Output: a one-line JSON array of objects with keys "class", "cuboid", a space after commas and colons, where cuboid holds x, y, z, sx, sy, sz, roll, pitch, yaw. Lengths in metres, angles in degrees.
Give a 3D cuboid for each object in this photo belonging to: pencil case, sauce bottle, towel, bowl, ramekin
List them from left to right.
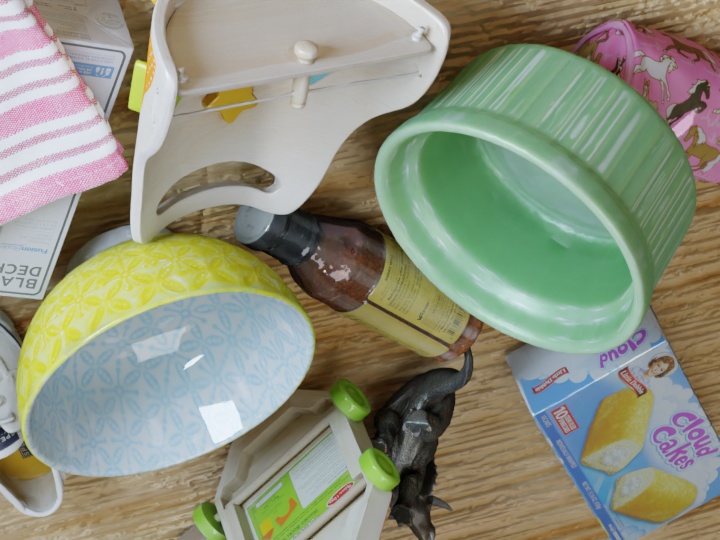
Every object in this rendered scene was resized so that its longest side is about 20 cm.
[{"class": "towel", "cuboid": [-0.236, -0.096, 1.307, 0.146, 0.030, 0.200, -26, 134, 2]}, {"class": "bowl", "cuboid": [-0.138, 0.035, 1.485, 0.200, 0.108, 0.200, -17, 148, -11]}, {"class": "sauce bottle", "cuboid": [0.000, 0.000, 1.551, 0.066, 0.066, 0.200, -43, 132, 19]}, {"class": "ramekin", "cuboid": [0.117, -0.050, 1.462, 0.098, 0.200, 0.200, -52, 144, -29]}, {"class": "pencil case", "cuboid": [0.228, -0.102, 1.537, 0.200, 0.083, 0.087, 15, 135, -33]}]

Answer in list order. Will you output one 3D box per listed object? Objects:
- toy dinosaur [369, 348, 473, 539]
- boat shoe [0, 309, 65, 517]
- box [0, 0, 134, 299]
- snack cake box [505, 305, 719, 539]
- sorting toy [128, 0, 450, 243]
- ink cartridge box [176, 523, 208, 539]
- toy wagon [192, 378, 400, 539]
[{"class": "toy dinosaur", "cuboid": [0.035, 0.119, 1.670, 0.077, 0.102, 0.200, 16, 117, 9]}, {"class": "boat shoe", "cuboid": [-0.248, 0.095, 1.532, 0.071, 0.070, 0.200, -21, 135, -2]}, {"class": "box", "cuboid": [-0.223, -0.079, 1.390, 0.116, 0.060, 0.200, 7, 128, -27]}, {"class": "snack cake box", "cuboid": [0.202, 0.114, 1.735, 0.115, 0.067, 0.200, -29, 135, 6]}, {"class": "sorting toy", "cuboid": [-0.072, -0.093, 1.391, 0.200, 0.107, 0.180, -13, 138, -34]}, {"class": "ink cartridge box", "cuboid": [-0.057, 0.249, 1.661, 0.165, 0.200, 0.075, -41, 132, 16]}, {"class": "toy wagon", "cuboid": [-0.038, 0.176, 1.600, 0.155, 0.200, 0.040, -42, 134, 18]}]
